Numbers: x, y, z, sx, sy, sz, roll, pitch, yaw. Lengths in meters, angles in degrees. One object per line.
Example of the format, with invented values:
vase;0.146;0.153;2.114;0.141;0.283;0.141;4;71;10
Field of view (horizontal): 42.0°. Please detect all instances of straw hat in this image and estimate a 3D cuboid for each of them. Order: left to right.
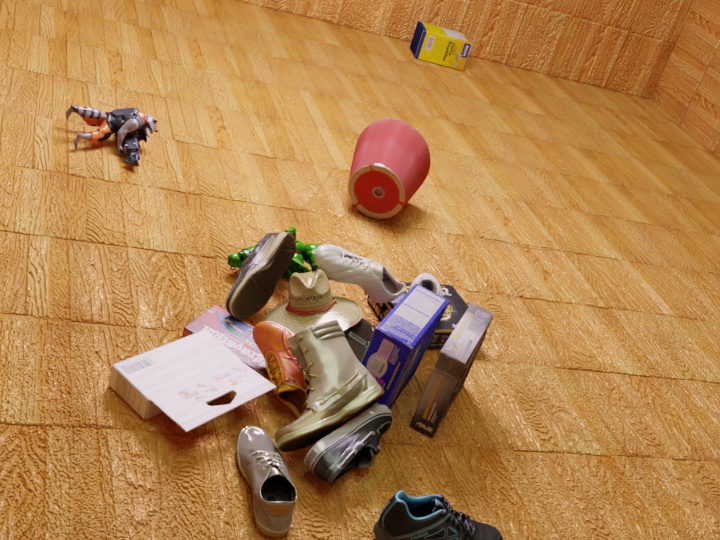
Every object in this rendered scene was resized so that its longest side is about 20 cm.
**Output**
straw hat;-0.091;0.043;1.680;0.196;0.087;0.202;-4;19;1

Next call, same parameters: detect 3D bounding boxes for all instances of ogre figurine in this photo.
ogre figurine;-0.143;-0.024;1.810;0.196;0.100;0.120;-12;19;20

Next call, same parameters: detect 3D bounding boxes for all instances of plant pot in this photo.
plant pot;0.059;-0.229;2.224;0.197;0.203;0.178;21;37;2

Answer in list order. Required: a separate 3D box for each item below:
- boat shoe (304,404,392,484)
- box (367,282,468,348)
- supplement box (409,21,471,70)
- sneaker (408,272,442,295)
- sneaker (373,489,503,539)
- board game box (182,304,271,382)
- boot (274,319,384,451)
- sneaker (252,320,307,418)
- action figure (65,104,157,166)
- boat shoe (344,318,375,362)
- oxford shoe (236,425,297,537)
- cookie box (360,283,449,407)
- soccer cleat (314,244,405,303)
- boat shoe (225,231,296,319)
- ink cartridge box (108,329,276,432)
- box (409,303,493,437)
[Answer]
boat shoe;-0.001;0.269;1.434;0.068;0.073;0.199;39;30;22
box;0.130;0.088;1.856;0.196;0.050;0.160;3;31;-29
supplement box;0.297;-0.837;3.491;0.196;0.111;0.110;11;30;-15
sneaker;0.129;0.046;1.774;0.073;0.101;0.201;17;28;0
sneaker;0.121;0.367;1.333;0.196;0.083;0.074;12;27;-17
board game box;-0.196;0.130;1.602;0.197;0.020;0.103;28;31;13
boot;-0.077;0.174;1.441;0.198;0.072;0.156;-25;75;-31
sneaker;-0.116;0.162;1.507;0.076;0.073;0.201;-13;56;-50
action figure;-0.535;-0.310;2.058;0.190;0.106;0.201;-8;36;-25
boat shoe;-0.028;0.156;1.619;0.071;0.069;0.200;35;29;9
oxford shoe;-0.131;0.287;1.335;0.074;0.059;0.201;5;30;-20
cookie box;0.062;0.140;1.594;0.074;0.174;0.200;29;29;11
soccer cleat;0.000;0.000;1.745;0.198;0.077;0.071;30;54;-34
boat shoe;-0.188;0.008;1.697;0.064;0.074;0.201;8;45;34
ink cartridge box;-0.258;0.179;1.449;0.175;0.045;0.198;35;32;26
box;0.159;0.169;1.618;0.048;0.161;0.200;25;29;11
